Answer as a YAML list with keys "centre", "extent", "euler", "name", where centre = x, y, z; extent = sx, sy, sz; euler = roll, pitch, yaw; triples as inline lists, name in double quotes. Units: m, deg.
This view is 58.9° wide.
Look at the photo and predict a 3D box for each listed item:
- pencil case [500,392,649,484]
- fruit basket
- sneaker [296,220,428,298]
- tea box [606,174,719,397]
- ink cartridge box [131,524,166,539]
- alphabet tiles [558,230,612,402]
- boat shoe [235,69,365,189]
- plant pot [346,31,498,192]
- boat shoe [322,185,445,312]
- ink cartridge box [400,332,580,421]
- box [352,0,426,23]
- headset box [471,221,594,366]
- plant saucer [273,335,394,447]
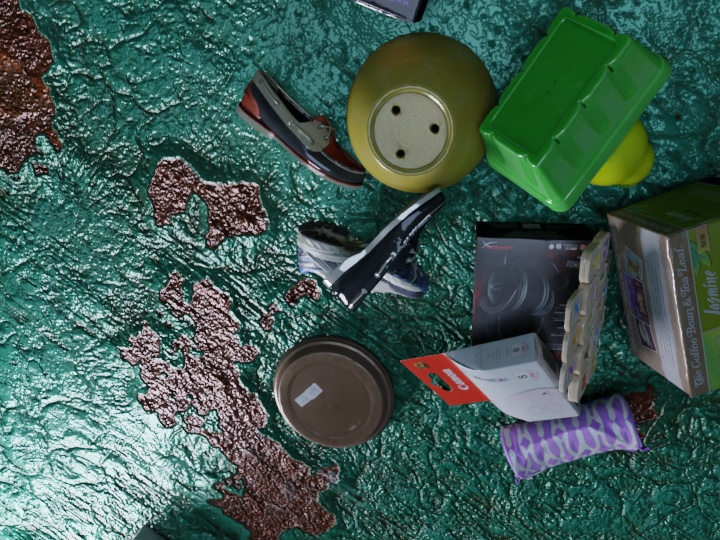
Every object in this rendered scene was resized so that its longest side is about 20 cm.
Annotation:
- centre: [0.300, 0.242, 0.918]
  extent: [0.198, 0.084, 0.086]
  euler: [-23, 71, 20]
  name: "pencil case"
- centre: [0.262, -0.173, 0.752]
  extent: [0.155, 0.214, 0.217]
  euler: [43, 119, 33]
  name: "fruit basket"
- centre: [0.000, 0.000, 0.900]
  extent: [0.198, 0.077, 0.086]
  euler: [23, 124, 10]
  name: "sneaker"
- centre: [0.424, 0.007, 0.751]
  extent: [0.195, 0.134, 0.202]
  euler: [-19, 107, -2]
  name: "tea box"
- centre: [-0.376, 0.596, 1.188]
  extent: [0.199, 0.088, 0.146]
  euler: [37, 113, -7]
  name: "ink cartridge box"
- centre: [0.286, 0.058, 0.795]
  extent: [0.014, 0.195, 0.203]
  euler: [10, 115, 30]
  name: "alphabet tiles"
- centre: [-0.071, -0.182, 0.839]
  extent: [0.199, 0.071, 0.063]
  euler: [36, 111, 0]
  name: "boat shoe"
- centre: [0.067, -0.178, 0.770]
  extent: [0.197, 0.142, 0.203]
  euler: [4, 112, 10]
  name: "plant pot"
- centre: [0.039, -0.025, 0.800]
  extent: [0.200, 0.076, 0.060]
  euler: [-41, 88, 29]
  name: "boat shoe"
- centre: [0.177, 0.160, 0.870]
  extent: [0.198, 0.058, 0.163]
  euler: [-20, 136, 28]
  name: "ink cartridge box"
- centre: [0.053, -0.391, 0.701]
  extent: [0.105, 0.122, 0.202]
  euler: [22, 114, 1]
  name: "box"
- centre: [0.225, 0.041, 0.861]
  extent: [0.147, 0.077, 0.203]
  euler: [3, 110, 10]
  name: "headset box"
- centre: [-0.045, 0.199, 1.001]
  extent: [0.197, 0.030, 0.203]
  euler: [4, 112, 10]
  name: "plant saucer"
